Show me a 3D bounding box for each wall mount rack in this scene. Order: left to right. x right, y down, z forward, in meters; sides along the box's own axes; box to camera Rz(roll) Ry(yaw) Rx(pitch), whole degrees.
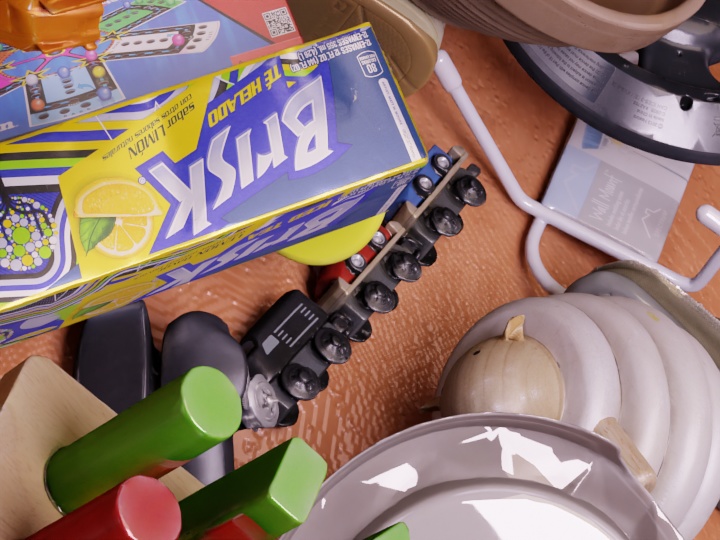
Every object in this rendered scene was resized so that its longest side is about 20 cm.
[{"bbox_3d":[0.118,-0.080,1.222,0.173,0.075,0.201,28,46,-1],"label":"wall mount rack"}]

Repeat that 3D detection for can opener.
[{"bbox_3d":[-0.067,0.107,0.966,0.063,0.078,0.202,56,25,-66],"label":"can opener"}]

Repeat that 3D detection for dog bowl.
[{"bbox_3d":[0.049,0.155,0.958,0.198,0.059,0.202,0,90,-6],"label":"dog bowl"}]

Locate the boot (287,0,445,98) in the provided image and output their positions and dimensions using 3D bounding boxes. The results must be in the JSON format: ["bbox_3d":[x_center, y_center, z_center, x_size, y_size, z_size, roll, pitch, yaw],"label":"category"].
[{"bbox_3d":[-0.030,-0.188,1.158,0.199,0.073,0.156,35,42,-11],"label":"boot"}]

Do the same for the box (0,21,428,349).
[{"bbox_3d":[-0.078,-0.030,0.961,0.199,0.070,0.065,-21,80,-19],"label":"box"}]

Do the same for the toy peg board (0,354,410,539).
[{"bbox_3d":[-0.051,0.144,0.794,0.200,0.098,0.200,41,44,-19],"label":"toy peg board"}]

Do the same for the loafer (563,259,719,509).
[{"bbox_3d":[0.169,0.058,1.188,0.200,0.075,0.070,44,42,-26],"label":"loafer"}]

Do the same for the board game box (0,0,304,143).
[{"bbox_3d":[-0.127,-0.097,0.994,0.199,0.019,0.104,-19,76,-20],"label":"board game box"}]

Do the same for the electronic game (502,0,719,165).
[{"bbox_3d":[0.155,-0.133,1.210,0.198,0.042,0.201,10,51,-12],"label":"electronic game"}]

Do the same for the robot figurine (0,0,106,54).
[{"bbox_3d":[-0.191,-0.148,0.949,0.144,0.058,0.200,-22,56,-35],"label":"robot figurine"}]

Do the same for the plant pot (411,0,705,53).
[{"bbox_3d":[0.063,-0.175,1.113,0.200,0.093,0.202,24,49,-31],"label":"plant pot"}]

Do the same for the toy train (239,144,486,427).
[{"bbox_3d":[0.000,0.000,1.099,0.046,0.034,0.200,40,45,2],"label":"toy train"}]

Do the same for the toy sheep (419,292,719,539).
[{"bbox_3d":[0.106,0.076,1.078,0.199,0.137,0.139,25,49,-47],"label":"toy sheep"}]

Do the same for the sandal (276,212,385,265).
[{"bbox_3d":[-0.065,-0.083,1.072,0.200,0.079,0.087,49,9,2],"label":"sandal"}]
